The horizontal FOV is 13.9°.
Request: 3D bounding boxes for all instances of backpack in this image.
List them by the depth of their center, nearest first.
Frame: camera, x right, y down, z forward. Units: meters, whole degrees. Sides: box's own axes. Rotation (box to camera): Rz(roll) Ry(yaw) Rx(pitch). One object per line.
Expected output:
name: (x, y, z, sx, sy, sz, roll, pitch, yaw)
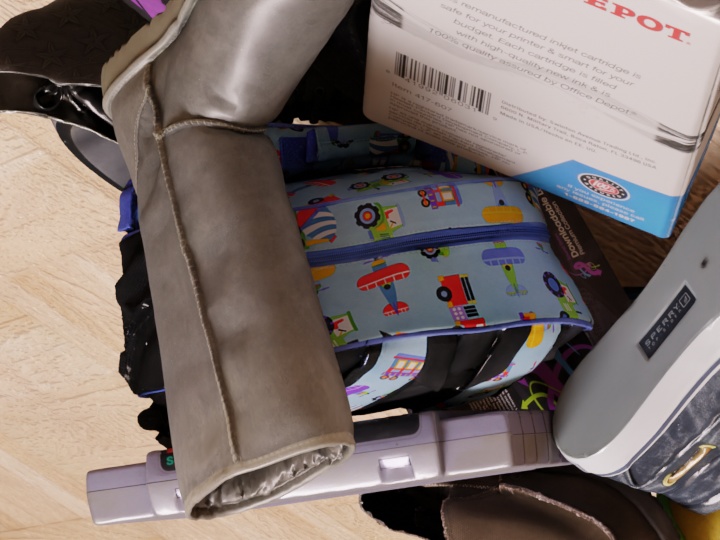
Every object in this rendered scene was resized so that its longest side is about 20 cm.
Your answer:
backpack: (0.000, 0.000, 1.314, 0.182, 0.135, 0.200, -4, 174, -25)

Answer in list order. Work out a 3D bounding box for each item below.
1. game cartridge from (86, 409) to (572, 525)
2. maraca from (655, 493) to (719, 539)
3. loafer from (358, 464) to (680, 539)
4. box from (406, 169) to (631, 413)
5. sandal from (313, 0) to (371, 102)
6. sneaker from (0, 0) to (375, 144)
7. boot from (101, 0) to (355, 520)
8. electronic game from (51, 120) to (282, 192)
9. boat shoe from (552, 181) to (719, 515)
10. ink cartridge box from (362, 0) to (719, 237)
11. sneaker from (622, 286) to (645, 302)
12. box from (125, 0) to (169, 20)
game cartridge: (-0.011, 0.087, 1.345, 0.200, 0.038, 0.130, -9, 170, 17)
maraca: (0.237, 0.112, 1.402, 0.200, 0.137, 0.107, -8, 135, -18)
loafer: (0.075, 0.128, 1.405, 0.200, 0.071, 0.073, 17, 134, 48)
box: (0.065, 0.027, 1.450, 0.143, 0.036, 0.200, 61, 154, 12)
sandal: (-0.006, -0.139, 1.277, 0.075, 0.045, 0.200, 44, 167, 18)
sneaker: (-0.073, -0.084, 1.386, 0.200, 0.104, 0.060, 24, 149, 7)
boot: (-0.038, -0.020, 1.180, 0.073, 0.200, 0.182, 6, 150, -28)
electronic game: (-0.076, -0.057, 1.536, 0.200, 0.042, 0.200, 24, 166, 6)
boat shoe: (0.178, 0.022, 1.311, 0.091, 0.200, 0.071, 25, -153, -35)
ink cartridge box: (0.084, -0.111, 1.189, 0.146, 0.084, 0.200, 23, 157, 7)
sneaker: (0.149, 0.050, 1.453, 0.074, 0.082, 0.200, 10, 174, -37)
box: (-0.097, -0.170, 1.249, 0.143, 0.036, 0.200, 39, 161, 22)
